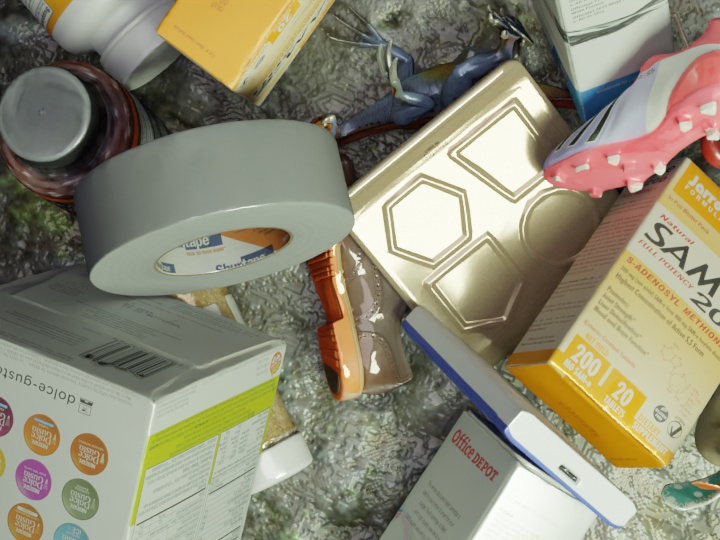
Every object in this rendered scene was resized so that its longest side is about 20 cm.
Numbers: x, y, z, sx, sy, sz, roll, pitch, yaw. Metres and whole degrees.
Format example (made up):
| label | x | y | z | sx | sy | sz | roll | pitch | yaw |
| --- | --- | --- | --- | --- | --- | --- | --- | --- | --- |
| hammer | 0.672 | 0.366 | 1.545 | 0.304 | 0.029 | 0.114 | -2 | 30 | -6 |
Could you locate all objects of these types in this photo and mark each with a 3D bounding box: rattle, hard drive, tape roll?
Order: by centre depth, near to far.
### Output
| label | x | y | z | sx | sy | sz | roll | pitch | yaw |
| --- | --- | --- | --- | --- | --- | --- | --- | --- | --- |
| tape roll | -0.107 | -0.043 | 1.293 | 0.199 | 0.200 | 0.066 | -15 | 77 | 4 |
| hard drive | 0.114 | 0.106 | 1.305 | 0.132 | 0.200 | 0.025 | 41 | 92 | -28 |
| rattle | 0.318 | 0.145 | 1.321 | 0.130 | 0.200 | 0.143 | -23 | 112 | 31 |

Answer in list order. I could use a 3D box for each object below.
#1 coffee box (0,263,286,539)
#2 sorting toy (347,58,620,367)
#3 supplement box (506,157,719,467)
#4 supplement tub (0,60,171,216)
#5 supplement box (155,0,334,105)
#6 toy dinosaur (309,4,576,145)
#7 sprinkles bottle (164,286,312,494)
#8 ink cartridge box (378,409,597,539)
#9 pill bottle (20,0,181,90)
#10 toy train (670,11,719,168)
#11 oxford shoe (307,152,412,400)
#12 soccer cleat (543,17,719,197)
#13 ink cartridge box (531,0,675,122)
| label | x | y | z | sx | sy | sz | roll | pitch | yaw |
| --- | --- | --- | --- | --- | --- | --- | --- | --- | --- |
| coffee box | -0.204 | 0.131 | 1.312 | 0.199 | 0.200 | 0.199 | 20 | 107 | 20 |
| sorting toy | 0.102 | -0.039 | 1.382 | 0.185 | 0.036 | 0.200 | -39 | 112 | 3 |
| supplement box | 0.220 | 0.032 | 1.328 | 0.126 | 0.073 | 0.200 | 41 | 70 | -14 |
| supplement tub | -0.211 | -0.097 | 1.345 | 0.106 | 0.200 | 0.107 | -1 | 81 | 9 |
| supplement box | -0.078 | -0.200 | 1.339 | 0.073 | 0.200 | 0.126 | 36 | 93 | 1 |
| toy dinosaur | 0.052 | -0.132 | 1.387 | 0.181 | 0.105 | 0.200 | -43 | 95 | 17 |
| sprinkles bottle | -0.110 | 0.079 | 1.410 | 0.068 | 0.068 | 0.201 | -26 | 88 | 4 |
| ink cartridge box | 0.077 | 0.226 | 1.351 | 0.085 | 0.148 | 0.200 | 33 | 93 | -18 |
| pill bottle | -0.222 | -0.243 | 1.395 | 0.111 | 0.111 | 0.200 | -41 | 87 | 4 |
| toy train | 0.314 | -0.118 | 1.305 | 0.115 | 0.085 | 0.201 | -25 | 90 | -33 |
| oxford shoe | 0.000 | 0.000 | 1.410 | 0.073 | 0.071 | 0.201 | -7 | 94 | -16 |
| soccer cleat | 0.209 | -0.114 | 1.288 | 0.066 | 0.200 | 0.077 | 16 | 64 | -29 |
| ink cartridge box | 0.167 | -0.230 | 1.300 | 0.083 | 0.200 | 0.146 | -19 | 59 | 4 |
